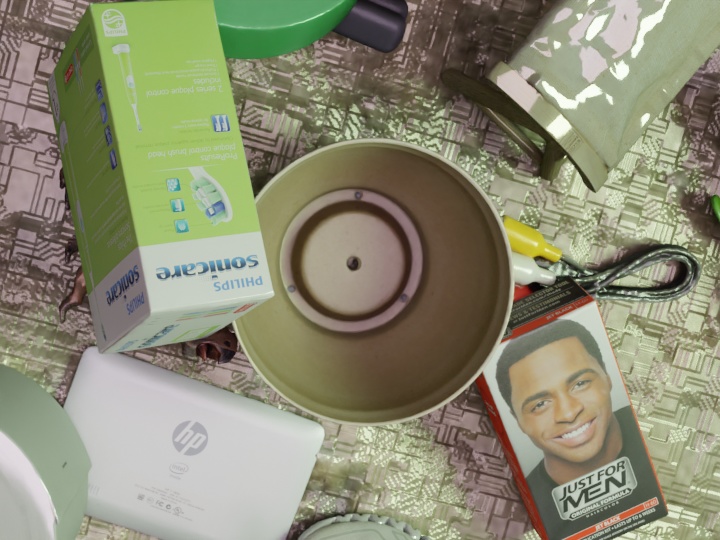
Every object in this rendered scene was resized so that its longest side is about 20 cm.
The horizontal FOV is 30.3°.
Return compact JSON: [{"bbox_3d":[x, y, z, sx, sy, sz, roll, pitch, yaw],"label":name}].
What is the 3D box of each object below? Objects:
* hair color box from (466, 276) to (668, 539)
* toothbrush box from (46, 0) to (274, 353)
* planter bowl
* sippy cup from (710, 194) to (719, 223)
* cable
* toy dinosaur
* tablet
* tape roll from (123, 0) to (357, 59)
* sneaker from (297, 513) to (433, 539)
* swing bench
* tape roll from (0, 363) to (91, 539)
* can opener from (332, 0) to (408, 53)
[{"bbox_3d":[0.157,0.117,1.028,0.101,0.061,0.200,-25,111,-3],"label":"hair color box"},{"bbox_3d":[-0.137,-0.059,0.876,0.086,0.146,0.200,-7,79,-25],"label":"toothbrush box"},{"bbox_3d":[0.000,0.000,0.975,0.200,0.135,0.201,-1,98,-7],"label":"planter bowl"},{"bbox_3d":[0.358,-0.094,1.013,0.178,0.140,0.130,-38,90,-12],"label":"sippy cup"},{"bbox_3d":[0.170,0.014,1.038,0.200,0.050,0.097,8,97,-7],"label":"cable"},{"bbox_3d":[-0.152,-0.027,0.984,0.135,0.086,0.200,0,82,-16],"label":"toy dinosaur"},{"bbox_3d":[-0.141,0.149,1.040,0.200,0.014,0.130,20,95,-9],"label":"tablet"},{"bbox_3d":[-0.085,-0.249,0.934,0.200,0.048,0.201,4,71,-13],"label":"tape roll"},{"bbox_3d":[0.043,0.246,1.042,0.200,0.081,0.075,16,97,-7],"label":"sneaker"},{"bbox_3d":[0.179,-0.169,0.939,0.130,0.200,0.199,41,92,-10],"label":"swing bench"},{"bbox_3d":[-0.306,0.172,0.954,0.202,0.139,0.203,0,98,-2],"label":"tape roll"},{"bbox_3d":[-0.066,-0.204,0.991,0.200,0.053,0.067,21,127,-9],"label":"can opener"}]
